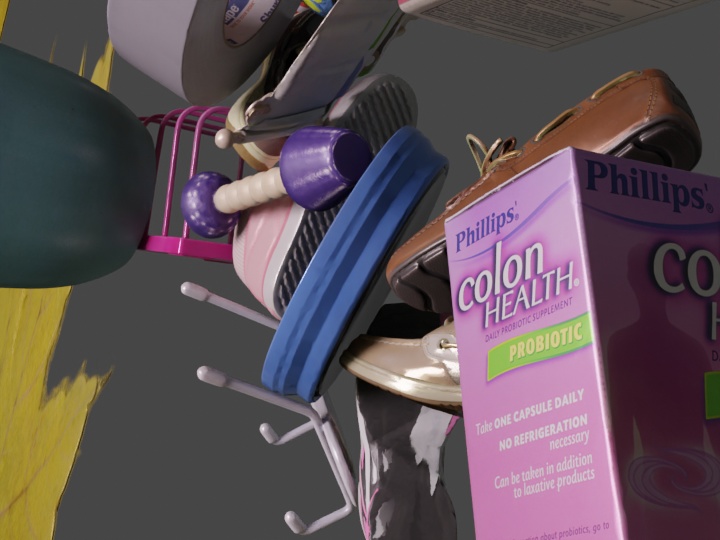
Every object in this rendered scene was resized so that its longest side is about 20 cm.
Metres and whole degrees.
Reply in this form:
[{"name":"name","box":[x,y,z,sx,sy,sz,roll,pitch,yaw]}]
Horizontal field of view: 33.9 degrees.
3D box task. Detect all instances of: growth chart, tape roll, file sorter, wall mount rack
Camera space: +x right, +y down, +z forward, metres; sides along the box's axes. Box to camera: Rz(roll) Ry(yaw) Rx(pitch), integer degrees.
[{"name":"growth chart","box":[-0.004,-0.159,0.787,0.018,0.144,0.201,45,114,13]},{"name":"tape roll","box":[-0.093,-0.220,0.831,0.066,0.200,0.202,31,121,8]},{"name":"file sorter","box":[-0.127,-0.072,1.045,0.199,0.137,0.128,6,88,59]},{"name":"wall mount rack","box":[-0.064,0.095,0.888,0.201,0.073,0.176,-117,5,-58]}]

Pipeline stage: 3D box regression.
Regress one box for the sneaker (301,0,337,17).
[{"name":"sneaker","box":[-0.012,-0.212,0.797,0.071,0.199,0.083,39,99,17]}]

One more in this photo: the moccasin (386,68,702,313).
[{"name":"moccasin","box":[0.098,-0.046,0.685,0.201,0.073,0.078,-40,34,23]}]

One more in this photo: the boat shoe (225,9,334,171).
[{"name":"boat shoe","box":[-0.043,-0.153,0.942,0.064,0.073,0.202,-24,30,33]}]

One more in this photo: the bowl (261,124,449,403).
[{"name":"bowl","box":[0.000,0.000,0.804,0.203,0.039,0.201,-59,-6,-11]}]

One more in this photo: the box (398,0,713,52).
[{"name":"box","box":[0.126,-0.205,0.655,0.199,0.126,0.111,-6,78,58]}]

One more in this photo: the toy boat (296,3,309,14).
[{"name":"toy boat","box":[-0.106,-0.250,1.014,0.131,0.130,0.199,-53,16,-27]}]

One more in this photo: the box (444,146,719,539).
[{"name":"box","box":[0.142,0.066,0.534,0.096,0.173,0.204,-31,58,53]}]

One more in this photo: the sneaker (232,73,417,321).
[{"name":"sneaker","box":[-0.037,-0.066,0.916,0.104,0.075,0.203,27,90,56]}]

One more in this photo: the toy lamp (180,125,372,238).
[{"name":"toy lamp","box":[-0.061,-0.062,0.826,0.199,0.057,0.059,-9,77,54]}]

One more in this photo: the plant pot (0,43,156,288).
[{"name":"plant pot","box":[-0.267,-0.076,0.992,0.200,0.159,0.204,-25,59,52]}]

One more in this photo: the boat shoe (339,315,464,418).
[{"name":"boat shoe","box":[0.075,0.057,0.722,0.198,0.072,0.066,9,80,38]}]

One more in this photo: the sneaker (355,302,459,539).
[{"name":"sneaker","box":[0.025,0.120,0.820,0.086,0.079,0.204,123,156,-71]}]
